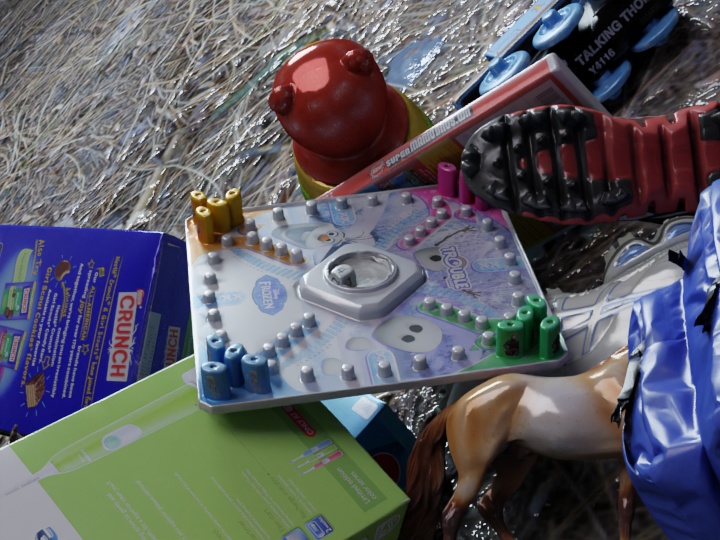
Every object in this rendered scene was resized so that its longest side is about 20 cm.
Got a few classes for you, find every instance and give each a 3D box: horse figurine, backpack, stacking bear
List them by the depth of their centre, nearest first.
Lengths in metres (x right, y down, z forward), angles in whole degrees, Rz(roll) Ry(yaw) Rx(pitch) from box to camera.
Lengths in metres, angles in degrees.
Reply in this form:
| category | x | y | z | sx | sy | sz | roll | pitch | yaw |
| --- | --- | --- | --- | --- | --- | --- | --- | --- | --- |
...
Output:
| category | x | y | z | sx | sy | sz | roll | pitch | yaw |
| --- | --- | --- | --- | --- | --- | --- | --- | --- | --- |
| backpack | 0.203 | 0.036 | 0.628 | 0.167 | 0.163 | 0.201 | -15 | 33 | 26 |
| horse figurine | 0.103 | 0.096 | 0.738 | 0.199 | 0.050 | 0.133 | -10 | 75 | 21 |
| stacking bear | 0.000 | -0.087 | 0.995 | 0.121 | 0.200 | 0.114 | -20 | 60 | 10 |

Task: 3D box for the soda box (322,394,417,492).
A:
| category | x | y | z | sx | sy | sz | roll | pitch | yaw |
| --- | --- | --- | --- | --- | --- | --- | --- | --- | --- |
| soda box | -0.029 | 0.104 | 0.958 | 0.064 | 0.068 | 0.200 | -46 | 27 | -9 |

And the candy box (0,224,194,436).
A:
| category | x | y | z | sx | sy | sz | roll | pitch | yaw |
| --- | --- | --- | --- | --- | --- | --- | --- | --- | --- |
| candy box | -0.218 | 0.056 | 1.140 | 0.199 | 0.077 | 0.170 | 4 | 78 | 38 |

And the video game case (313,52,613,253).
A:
| category | x | y | z | sx | sy | sz | roll | pitch | yaw |
| --- | --- | --- | --- | --- | --- | --- | --- | --- | --- |
| video game case | 0.080 | -0.051 | 0.958 | 0.199 | 0.143 | 0.018 | -30 | 48 | 23 |

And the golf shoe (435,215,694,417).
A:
| category | x | y | z | sx | sy | sz | roll | pitch | yaw |
| --- | --- | --- | --- | --- | --- | --- | --- | --- | --- |
| golf shoe | 0.131 | 0.053 | 0.815 | 0.200 | 0.078 | 0.097 | -37 | 33 | 13 |

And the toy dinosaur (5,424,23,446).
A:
| category | x | y | z | sx | sy | sz | roll | pitch | yaw |
| --- | --- | --- | --- | --- | --- | --- | --- | --- | --- |
| toy dinosaur | -0.205 | 0.178 | 1.059 | 0.200 | 0.135 | 0.086 | 133 | 155 | -63 |

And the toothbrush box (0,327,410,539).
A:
| category | x | y | z | sx | sy | sz | roll | pitch | yaw |
| --- | --- | --- | --- | --- | --- | --- | --- | --- | --- |
| toothbrush box | -0.098 | 0.139 | 0.758 | 0.199 | 0.086 | 0.146 | -25 | 55 | -35 |

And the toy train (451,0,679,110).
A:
| category | x | y | z | sx | sy | sz | roll | pitch | yaw |
| --- | --- | --- | --- | --- | --- | --- | --- | --- | --- |
| toy train | 0.155 | -0.168 | 1.097 | 0.200 | 0.087 | 0.114 | -45 | 18 | 0 |

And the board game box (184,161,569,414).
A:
| category | x | y | z | sx | sy | sz | roll | pitch | yaw |
| --- | --- | --- | --- | --- | --- | --- | --- | --- | --- |
| board game box | 0.000 | 0.000 | 0.833 | 0.199 | 0.026 | 0.200 | -7 | 33 | -5 |

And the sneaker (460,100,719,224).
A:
| category | x | y | z | sx | sy | sz | roll | pitch | yaw |
| --- | --- | --- | --- | --- | --- | --- | --- | --- | --- |
| sneaker | 0.158 | -0.061 | 0.869 | 0.199 | 0.071 | 0.098 | -3 | -5 | 0 |
